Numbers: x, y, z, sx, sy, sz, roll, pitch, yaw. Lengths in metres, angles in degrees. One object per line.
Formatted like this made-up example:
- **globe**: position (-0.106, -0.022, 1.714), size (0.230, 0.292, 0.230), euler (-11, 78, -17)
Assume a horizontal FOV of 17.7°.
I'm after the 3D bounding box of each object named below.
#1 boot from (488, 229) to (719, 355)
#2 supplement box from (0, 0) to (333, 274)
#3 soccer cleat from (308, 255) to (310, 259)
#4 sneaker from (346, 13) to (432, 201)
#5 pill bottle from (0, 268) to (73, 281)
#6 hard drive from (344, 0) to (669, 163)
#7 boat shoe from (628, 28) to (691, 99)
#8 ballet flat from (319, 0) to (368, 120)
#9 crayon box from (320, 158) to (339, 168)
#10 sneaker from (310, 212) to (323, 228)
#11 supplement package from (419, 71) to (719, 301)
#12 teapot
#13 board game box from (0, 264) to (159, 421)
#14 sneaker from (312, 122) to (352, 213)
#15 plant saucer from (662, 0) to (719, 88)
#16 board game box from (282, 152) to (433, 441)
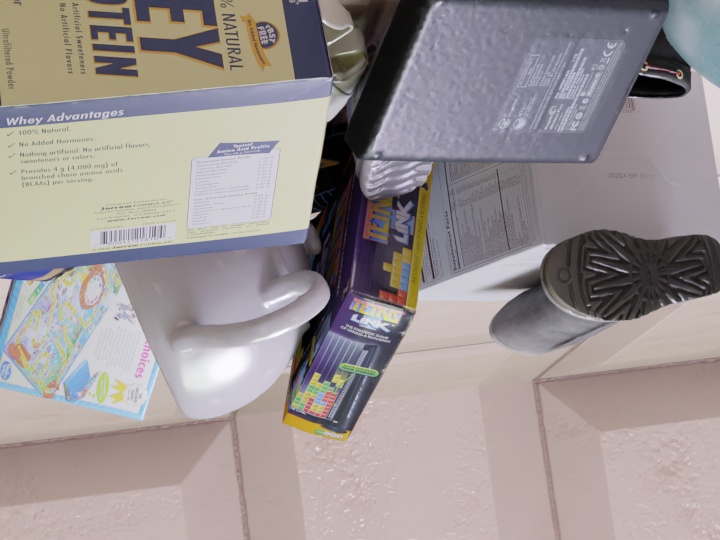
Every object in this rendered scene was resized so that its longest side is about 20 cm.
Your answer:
- **boot**: position (0.160, 0.020, 1.772), size (0.181, 0.073, 0.200), euler (2, 172, -34)
- **supplement box**: position (-0.128, -0.108, 1.322), size (0.199, 0.135, 0.200), euler (-6, 155, -10)
- **soccer cleat**: position (-0.058, 0.024, 1.862), size (0.199, 0.077, 0.067), euler (-17, 142, -26)
- **sneaker**: position (0.018, -0.131, 1.612), size (0.074, 0.082, 0.200), euler (-15, 153, -22)
- **pill bottle**: position (-0.296, -0.052, 1.699), size (0.111, 0.113, 0.199), euler (-15, 168, 36)
- **hard drive**: position (0.099, -0.134, 1.558), size (0.199, 0.033, 0.140), euler (-1, 130, -34)
- **boat shoe**: position (0.143, -0.148, 1.651), size (0.200, 0.064, 0.074), euler (-3, 171, -16)
- **ballet flat**: position (-0.030, -0.147, 1.528), size (0.069, 0.070, 0.200), euler (-10, 166, 14)
- **crayon box**: position (-0.124, -0.101, 1.722), size (0.125, 0.052, 0.200), euler (-12, 168, 34)
- **sneaker**: position (-0.056, 0.002, 1.942), size (0.200, 0.076, 0.088), euler (-41, 160, -5)
- **supplement package**: position (0.149, -0.067, 1.852), size (0.190, 0.148, 0.200), euler (0, 168, -34)
- **teapot**: position (-0.096, 0.005, 1.713), size (0.145, 0.201, 0.198), euler (-23, 154, -2)
- **board game box**: position (-0.211, 0.014, 1.853), size (0.134, 0.201, 0.034), euler (15, -157, -12)
- **sneaker**: position (-0.025, -0.080, 1.871), size (0.078, 0.071, 0.200), euler (-10, 174, -32)
- **plant saucer**: position (0.301, -0.153, 1.574), size (0.200, 0.039, 0.201), euler (9, 153, 4)
- **board game box**: position (0.000, 0.000, 1.746), size (0.056, 0.201, 0.166), euler (16, 136, -9)
